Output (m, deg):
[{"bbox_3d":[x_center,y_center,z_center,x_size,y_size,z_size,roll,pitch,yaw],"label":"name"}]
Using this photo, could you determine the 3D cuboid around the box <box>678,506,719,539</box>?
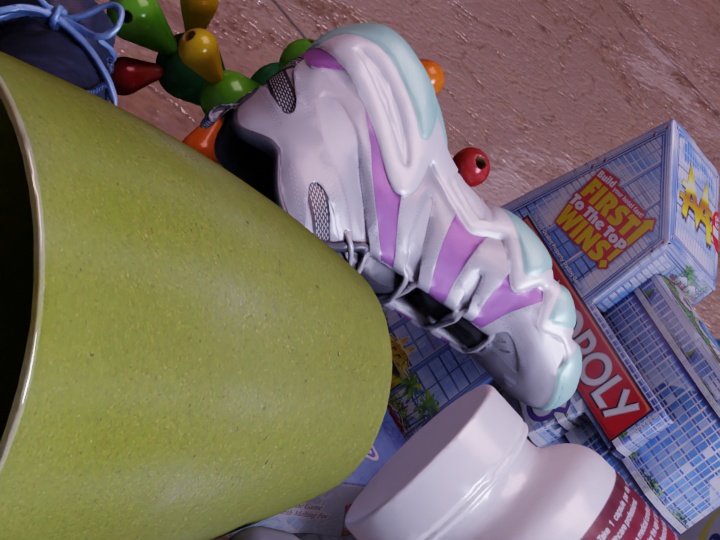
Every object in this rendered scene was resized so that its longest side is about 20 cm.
[{"bbox_3d":[0.237,0.202,1.054,0.183,0.105,0.201,20,30,-42],"label":"box"}]

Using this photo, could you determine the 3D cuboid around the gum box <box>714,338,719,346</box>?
[{"bbox_3d":[0.204,0.079,1.124,0.169,0.199,0.045,20,73,-35],"label":"gum box"}]

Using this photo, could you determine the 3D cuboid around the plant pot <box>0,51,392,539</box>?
[{"bbox_3d":[-0.090,0.027,0.736,0.199,0.187,0.188,12,36,-45],"label":"plant pot"}]

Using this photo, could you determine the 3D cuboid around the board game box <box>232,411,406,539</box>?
[{"bbox_3d":[-0.083,0.030,0.939,0.198,0.043,0.201,14,35,-48],"label":"board game box"}]

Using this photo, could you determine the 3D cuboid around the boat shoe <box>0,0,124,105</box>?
[{"bbox_3d":[-0.152,-0.104,0.975,0.084,0.069,0.200,18,11,-19],"label":"boat shoe"}]

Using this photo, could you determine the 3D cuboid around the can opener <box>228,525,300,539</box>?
[{"bbox_3d":[-0.038,0.173,0.684,0.066,0.053,0.201,16,42,-31],"label":"can opener"}]

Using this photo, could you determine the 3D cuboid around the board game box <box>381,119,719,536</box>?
[{"bbox_3d":[0.107,0.034,1.019,0.062,0.199,0.201,39,16,-50],"label":"board game box"}]

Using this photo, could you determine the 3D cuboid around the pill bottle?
[{"bbox_3d":[0.091,0.148,0.886,0.200,0.113,0.113,47,23,-4],"label":"pill bottle"}]

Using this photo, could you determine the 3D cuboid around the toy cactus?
[{"bbox_3d":[-0.046,-0.072,1.072,0.199,0.165,0.103,17,75,-17],"label":"toy cactus"}]

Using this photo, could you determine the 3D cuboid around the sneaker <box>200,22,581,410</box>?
[{"bbox_3d":[0.000,0.000,0.948,0.139,0.078,0.201,-31,82,-28],"label":"sneaker"}]

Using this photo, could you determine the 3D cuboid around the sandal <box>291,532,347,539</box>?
[{"bbox_3d":[-0.045,0.160,0.777,0.075,0.048,0.200,44,36,5],"label":"sandal"}]
